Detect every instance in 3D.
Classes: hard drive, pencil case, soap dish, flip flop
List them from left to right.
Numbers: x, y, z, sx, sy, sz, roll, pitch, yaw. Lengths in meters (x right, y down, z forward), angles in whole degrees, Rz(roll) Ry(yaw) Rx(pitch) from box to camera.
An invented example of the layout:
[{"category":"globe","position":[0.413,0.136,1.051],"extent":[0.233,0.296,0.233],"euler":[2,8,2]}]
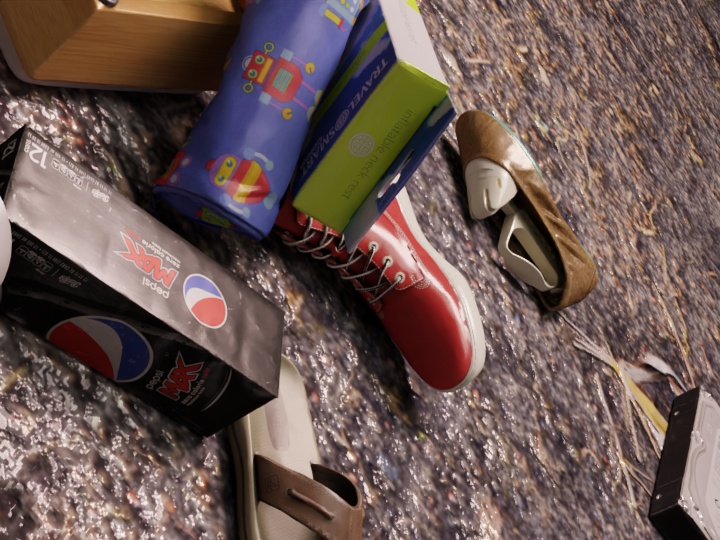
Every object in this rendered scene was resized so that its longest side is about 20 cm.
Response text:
[{"category":"soap dish","position":[-0.158,-0.197,0.904],"extent":[0.199,0.081,0.158],"euler":[-7,70,-56]},{"category":"pencil case","position":[-0.061,-0.114,0.889],"extent":[0.078,0.087,0.201],"euler":[25,78,-10]},{"category":"flip flop","position":[-0.030,0.133,0.828],"extent":[0.081,0.057,0.201],"euler":[19,49,-47]},{"category":"hard drive","position":[0.336,0.216,1.315],"extent":[0.140,0.038,0.200],"euler":[53,30,-11]}]

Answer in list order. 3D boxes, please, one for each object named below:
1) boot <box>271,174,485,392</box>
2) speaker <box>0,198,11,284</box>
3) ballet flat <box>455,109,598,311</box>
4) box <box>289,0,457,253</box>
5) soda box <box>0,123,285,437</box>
[{"category":"boot","position":[0.000,0.000,0.981],"extent":[0.144,0.072,0.201],"euler":[1,55,-55]},{"category":"speaker","position":[-0.245,0.003,0.607],"extent":[0.082,0.081,0.200],"euler":[60,31,2]},{"category":"ballet flat","position":[0.137,-0.047,1.238],"extent":[0.072,0.068,0.201],"euler":[-43,106,-39]},{"category":"box","position":[-0.001,-0.114,0.925],"extent":[0.047,0.122,0.200],"euler":[28,25,-22]},{"category":"soda box","position":[-0.133,0.012,0.778],"extent":[0.200,0.063,0.071],"euler":[37,38,-32]}]
